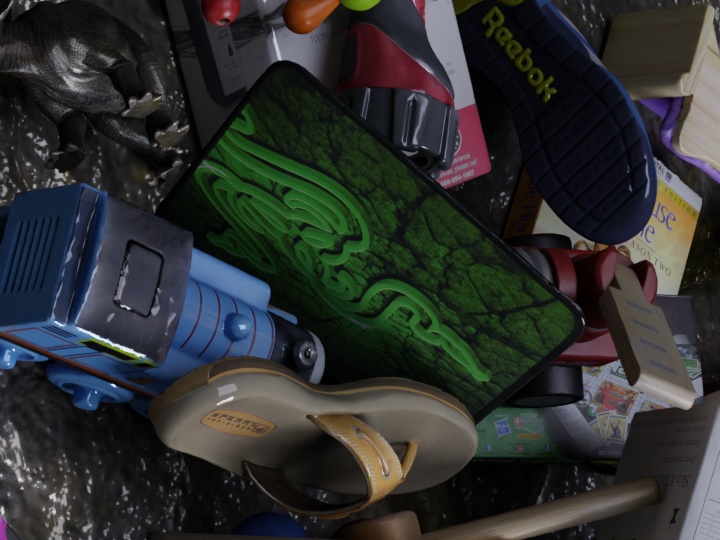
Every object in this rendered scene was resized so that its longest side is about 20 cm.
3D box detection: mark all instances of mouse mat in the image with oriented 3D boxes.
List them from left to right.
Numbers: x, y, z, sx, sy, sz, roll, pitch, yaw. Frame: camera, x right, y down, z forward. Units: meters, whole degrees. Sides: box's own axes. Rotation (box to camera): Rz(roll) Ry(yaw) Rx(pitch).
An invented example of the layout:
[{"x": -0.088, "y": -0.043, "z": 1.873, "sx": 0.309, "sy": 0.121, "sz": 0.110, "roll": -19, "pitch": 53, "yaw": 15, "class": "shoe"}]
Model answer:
[{"x": 0.000, "y": 0.000, "z": 1.020, "sx": 0.200, "sy": 0.161, "sz": 0.008, "roll": 41, "pitch": 47, "yaw": -3, "class": "mouse mat"}]

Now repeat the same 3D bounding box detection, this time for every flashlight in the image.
[{"x": 0.028, "y": -0.149, "z": 1.051, "sx": 0.068, "sy": 0.067, "sz": 0.202, "roll": 43, "pitch": 53, "yaw": -65, "class": "flashlight"}]

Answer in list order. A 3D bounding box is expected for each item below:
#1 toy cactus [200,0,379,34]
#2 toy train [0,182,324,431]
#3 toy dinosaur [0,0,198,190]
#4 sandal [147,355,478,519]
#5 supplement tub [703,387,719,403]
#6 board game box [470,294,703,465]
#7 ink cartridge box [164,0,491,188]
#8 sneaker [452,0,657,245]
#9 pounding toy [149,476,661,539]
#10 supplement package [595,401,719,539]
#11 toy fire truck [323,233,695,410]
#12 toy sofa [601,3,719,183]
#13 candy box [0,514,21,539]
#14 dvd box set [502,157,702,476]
[{"x": -0.002, "y": -0.209, "z": 0.995, "sx": 0.102, "sy": 0.198, "sz": 0.166, "roll": 59, "pitch": 9, "yaw": -65, "class": "toy cactus"}, {"x": -0.104, "y": 0.025, "z": 0.990, "sx": 0.199, "sy": 0.114, "sz": 0.088, "roll": 28, "pitch": 69, "yaw": -39, "class": "toy train"}, {"x": -0.129, "y": -0.098, "z": 0.999, "sx": 0.199, "sy": 0.077, "sz": 0.103, "roll": 7, "pitch": 49, "yaw": -57, "class": "toy dinosaur"}, {"x": -0.018, "y": 0.089, "z": 0.987, "sx": 0.199, "sy": 0.080, "sz": 0.054, "roll": 16, "pitch": 41, "yaw": -46, "class": "sandal"}, {"x": 0.311, "y": 0.121, "z": 1.364, "sx": 0.199, "sy": 0.144, "sz": 0.146, "roll": -23, "pitch": 103, "yaw": -43, "class": "supplement tub"}, {"x": 0.114, "y": 0.062, "z": 1.208, "sx": 0.198, "sy": 0.023, "sz": 0.106, "roll": 4, "pitch": 78, "yaw": -24, "class": "board game box"}, {"x": -0.023, "y": -0.130, "z": 1.100, "sx": 0.145, "sy": 0.084, "sz": 0.202, "roll": -21, "pitch": 103, "yaw": -43, "class": "ink cartridge box"}, {"x": 0.123, "y": -0.096, "z": 1.197, "sx": 0.082, "sy": 0.074, "sz": 0.201, "roll": 29, "pitch": 29, "yaw": -55, "class": "sneaker"}, {"x": 0.021, "y": 0.171, "z": 1.041, "sx": 0.183, "sy": 0.199, "sz": 0.144, "roll": 11, "pitch": 78, "yaw": -43, "class": "pounding toy"}, {"x": 0.203, "y": 0.191, "z": 1.077, "sx": 0.149, "sy": 0.152, "sz": 0.202, "roll": 20, "pitch": 81, "yaw": -7, "class": "supplement package"}, {"x": 0.083, "y": 0.025, "z": 1.079, "sx": 0.174, "sy": 0.200, "sz": 0.130, "roll": 4, "pitch": 75, "yaw": -23, "class": "toy fire truck"}, {"x": 0.242, "y": -0.088, "z": 1.355, "sx": 0.199, "sy": 0.082, "sz": 0.098, "roll": 29, "pitch": 72, "yaw": -39, "class": "toy sofa"}, {"x": -0.224, "y": 0.146, "z": 0.903, "sx": 0.137, "sy": 0.061, "sz": 0.201, "roll": -51, "pitch": 121, "yaw": -33, "class": "candy box"}, {"x": 0.144, "y": 0.010, "z": 1.288, "sx": 0.146, "sy": 0.029, "sz": 0.202, "roll": 35, "pitch": 64, "yaw": -36, "class": "dvd box set"}]
